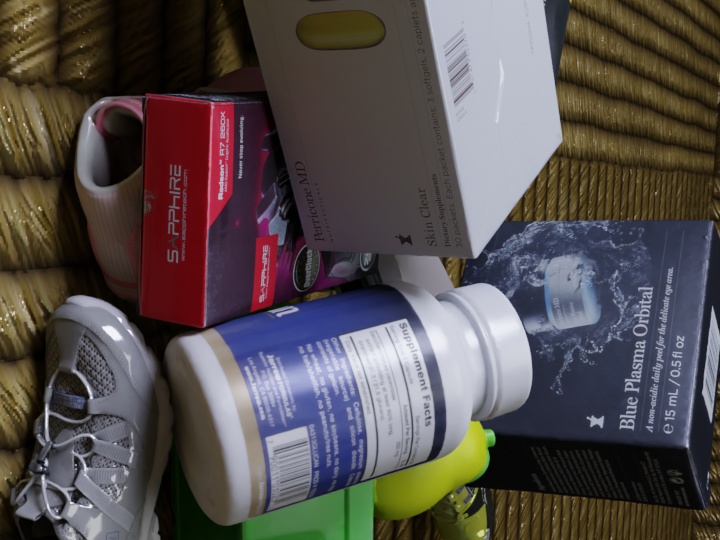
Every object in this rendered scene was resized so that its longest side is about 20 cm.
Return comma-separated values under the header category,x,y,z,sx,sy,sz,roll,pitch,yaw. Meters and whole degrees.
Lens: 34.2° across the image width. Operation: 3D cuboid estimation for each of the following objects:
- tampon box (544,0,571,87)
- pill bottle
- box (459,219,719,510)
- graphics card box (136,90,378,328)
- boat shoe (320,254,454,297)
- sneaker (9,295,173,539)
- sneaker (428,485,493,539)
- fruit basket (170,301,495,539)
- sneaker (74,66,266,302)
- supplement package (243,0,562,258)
category,x,y,z,sx,sy,sz,roll,pitch,yaw
tampon box,0.096,-0.175,1.007,0.150,0.126,0.200,117,-13,-71
pill bottle,-0.005,0.068,0.685,0.200,0.111,0.111,-13,110,-23
box,0.179,0.070,0.934,0.117,0.200,0.197,57,41,-50
graphics card box,-0.052,-0.046,0.709,0.200,0.051,0.126,-16,112,-60
boat shoe,0.000,0.000,0.860,0.075,0.093,0.200,-7,70,-57
sneaker,-0.156,0.115,0.657,0.082,0.075,0.200,-11,100,-56
sneaker,0.078,0.203,1.166,0.076,0.075,0.200,-32,112,-50
fruit basket,-0.020,0.123,0.814,0.216,0.155,0.216,-7,102,-39
sneaker,-0.106,-0.085,0.724,0.200,0.075,0.105,-60,149,-35
supplement package,0.028,-0.131,0.670,0.156,0.111,0.200,-48,133,-48
